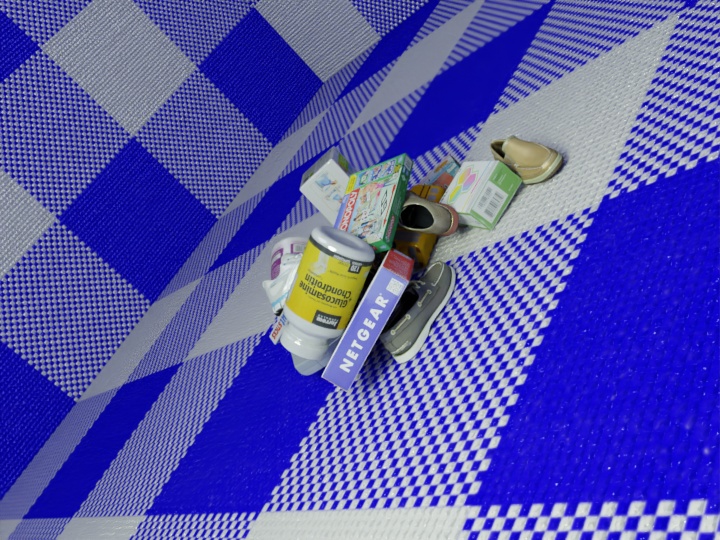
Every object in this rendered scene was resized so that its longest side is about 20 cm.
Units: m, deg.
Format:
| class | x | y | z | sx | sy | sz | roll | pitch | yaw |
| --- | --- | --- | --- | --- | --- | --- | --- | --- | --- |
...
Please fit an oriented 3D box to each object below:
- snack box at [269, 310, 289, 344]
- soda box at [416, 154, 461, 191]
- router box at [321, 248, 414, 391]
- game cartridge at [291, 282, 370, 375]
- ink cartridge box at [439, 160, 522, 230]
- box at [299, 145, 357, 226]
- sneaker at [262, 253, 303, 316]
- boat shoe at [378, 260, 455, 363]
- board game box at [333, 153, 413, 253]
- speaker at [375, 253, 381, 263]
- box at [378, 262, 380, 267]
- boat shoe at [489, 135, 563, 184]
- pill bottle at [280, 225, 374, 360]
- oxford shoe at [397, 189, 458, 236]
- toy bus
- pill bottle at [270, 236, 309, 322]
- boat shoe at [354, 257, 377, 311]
| class | x | y | z | sx | sy | sz | roll | pitch | yaw |
| --- | --- | --- | --- | --- | --- | --- | --- | --- | --- |
| snack box | -0.110 | 0.067 | 1.544 | 0.071 | 0.024 | 0.201 | -30 | -17 | -35 |
| soda box | 0.131 | -0.136 | 1.682 | 0.200 | 0.064 | 0.069 | -44 | 17 | 11 |
| router box | 0.015 | 0.074 | 1.354 | 0.202 | 0.048 | 0.180 | -62 | -1 | 13 |
| game cartridge | -0.043 | 0.098 | 1.522 | 0.199 | 0.041 | 0.133 | -40 | 26 | 9 |
| ink cartridge box | 0.199 | -0.137 | 1.513 | 0.105 | 0.059 | 0.200 | -58 | 18 | -3 |
| box | -0.030 | -0.158 | 1.874 | 0.101 | 0.200 | 0.113 | -39 | 17 | 15 |
| sneaker | -0.101 | -0.009 | 1.557 | 0.199 | 0.087 | 0.075 | -37 | -16 | 5 |
| boat shoe | 0.093 | 0.054 | 1.365 | 0.072 | 0.060 | 0.203 | -22 | 30 | 51 |
| board game box | 0.016 | -0.106 | 1.477 | 0.133 | 0.029 | 0.202 | -16 | 44 | 37 |
| speaker | -0.021 | -0.011 | 1.622 | 0.200 | 0.081 | 0.081 | -46 | 18 | 2 |
| box | -0.012 | 0.070 | 1.614 | 0.201 | 0.036 | 0.143 | -51 | 18 | -10 |
| boat shoe | 0.276 | -0.198 | 1.463 | 0.072 | 0.076 | 0.200 | -48 | 18 | -7 |
| pill bottle | -0.060 | 0.038 | 1.376 | 0.112 | 0.111 | 0.202 | -107 | 38 | -70 |
| oxford shoe | 0.074 | -0.108 | 1.483 | 0.198 | 0.074 | 0.072 | 12 | 97 | 38 |
| toy bus | 0.098 | -0.069 | 1.563 | 0.077 | 0.066 | 0.202 | 7 | 49 | 20 |
| pill bottle | -0.133 | 0.038 | 1.771 | 0.112 | 0.112 | 0.202 | -34 | 43 | 33 |
| boat shoe | 0.000 | 0.000 | 1.503 | 0.073 | 0.067 | 0.201 | 91 | -157 | -47 |
